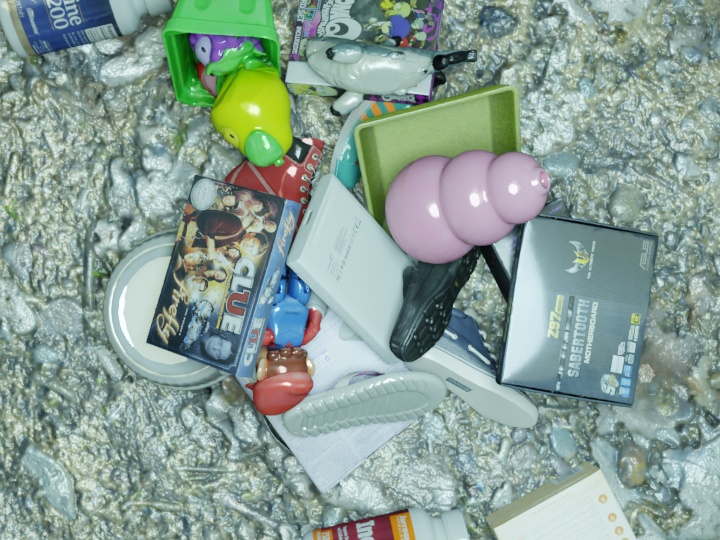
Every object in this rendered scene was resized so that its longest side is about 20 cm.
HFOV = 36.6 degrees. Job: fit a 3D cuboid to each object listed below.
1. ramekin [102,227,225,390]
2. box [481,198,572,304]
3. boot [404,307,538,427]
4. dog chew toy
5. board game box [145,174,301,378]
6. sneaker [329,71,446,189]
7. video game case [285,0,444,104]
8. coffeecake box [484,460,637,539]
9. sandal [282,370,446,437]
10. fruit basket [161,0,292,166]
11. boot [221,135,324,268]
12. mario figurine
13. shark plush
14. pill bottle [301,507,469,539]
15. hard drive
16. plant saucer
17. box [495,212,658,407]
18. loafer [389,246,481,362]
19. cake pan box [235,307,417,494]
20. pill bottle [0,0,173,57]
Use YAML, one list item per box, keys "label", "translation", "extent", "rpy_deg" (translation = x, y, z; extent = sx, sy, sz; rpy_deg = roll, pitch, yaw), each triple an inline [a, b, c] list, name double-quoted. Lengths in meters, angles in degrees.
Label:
- label: "ramekin"
  translation: [-0.220, 0.047, 1.324]
  extent: [0.197, 0.105, 0.203]
  rpy_deg: [0, 88, -2]
- label: "box"
  translation: [0.236, 0.027, 1.333]
  extent: [0.105, 0.122, 0.202]
  rpy_deg: [-27, 90, -2]
- label: "boot"
  translation: [0.149, 0.114, 1.356]
  extent: [0.199, 0.073, 0.091]
  rpy_deg: [33, 57, -20]
- label: "dog chew toy"
  translation: [0.125, -0.079, 1.231]
  extent: [0.198, 0.124, 0.126]
  rpy_deg: [-13, 89, 40]
- label: "board game box"
  translation: [-0.155, 0.005, 1.227]
  extent: [0.134, 0.035, 0.203]
  rpy_deg: [15, 88, 28]
- label: "sneaker"
  translation: [0.034, -0.180, 1.348]
  extent: [0.079, 0.071, 0.202]
  rpy_deg: [29, 87, 16]
- label: "video game case"
  translation: [0.010, -0.306, 1.338]
  extent: [0.179, 0.036, 0.203]
  rpy_deg: [7, 74, 8]
- label: "coffeecake box"
  translation: [0.270, 0.366, 1.353]
  extent: [0.152, 0.073, 0.202]
  rpy_deg: [-27, 90, -3]
- label: "sandal"
  translation: [0.003, 0.147, 1.307]
  extent: [0.200, 0.083, 0.050]
  rpy_deg: [-11, 46, -1]
- label: "fruit basket"
  translation: [-0.151, -0.220, 1.284]
  extent: [0.153, 0.216, 0.219]
  rpy_deg: [5, 89, -2]
- label: "boot"
  translation: [-0.065, -0.079, 1.352]
  extent: [0.200, 0.072, 0.144]
  rpy_deg: [45, 86, 3]
- label: "mario figurine"
  translation: [-0.104, 0.068, 1.279]
  extent: [0.122, 0.106, 0.203]
  rpy_deg: [5, 92, 3]
- label: "shark plush"
  translation: [0.034, -0.255, 1.269]
  extent: [0.197, 0.084, 0.091]
  rpy_deg: [-12, 132, 9]
- label: "pill bottle"
  translation: [0.034, 0.354, 1.324]
  extent: [0.197, 0.113, 0.115]
  rpy_deg: [-13, 89, -3]
- label: "hard drive"
  translation: [0.000, 0.000, 1.292]
  extent: [0.200, 0.026, 0.133]
  rpy_deg: [46, 48, -33]
- label: "plant saucer"
  translation: [0.096, -0.134, 1.326]
  extent: [0.197, 0.201, 0.048]
  rpy_deg: [-14, 45, -2]
- label: "box"
  translation: [0.247, 0.044, 1.247]
  extent: [0.155, 0.051, 0.203]
  rpy_deg: [10, 88, -1]
- label: "loafer"
  translation: [0.080, 0.024, 1.311]
  extent: [0.070, 0.068, 0.202]
  rpy_deg: [10, 54, 30]
- label: "cake pan box"
  translation: [-0.031, 0.147, 1.357]
  extent: [0.199, 0.052, 0.185]
  rpy_deg: [-39, 89, -3]
- label: "pill bottle"
  translation: [-0.334, -0.334, 1.323]
  extent: [0.197, 0.111, 0.113]
  rpy_deg: [-14, 89, -2]
